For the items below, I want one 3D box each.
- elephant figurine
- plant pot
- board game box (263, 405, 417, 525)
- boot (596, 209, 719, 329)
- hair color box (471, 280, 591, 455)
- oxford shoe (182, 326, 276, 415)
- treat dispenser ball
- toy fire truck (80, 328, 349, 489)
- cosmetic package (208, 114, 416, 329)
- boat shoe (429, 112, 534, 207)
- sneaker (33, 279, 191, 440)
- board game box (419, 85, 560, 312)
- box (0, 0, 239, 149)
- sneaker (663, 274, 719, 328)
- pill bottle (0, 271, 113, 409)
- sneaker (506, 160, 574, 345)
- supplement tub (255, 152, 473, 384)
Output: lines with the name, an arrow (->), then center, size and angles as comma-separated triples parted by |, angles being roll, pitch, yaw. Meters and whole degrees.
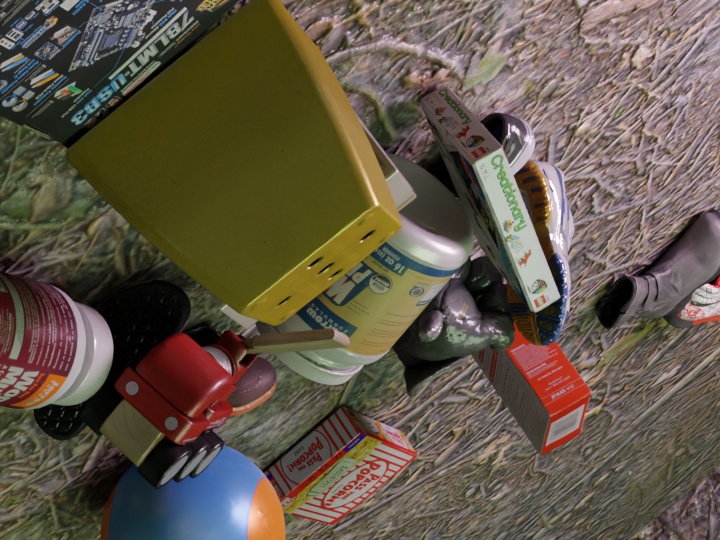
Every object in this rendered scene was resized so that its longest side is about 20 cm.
elephant figurine -> 0.078, 0.073, 1.915 | 0.155, 0.142, 0.200 | 19, 143, -27
plant pot -> -0.077, -0.069, 1.343 | 0.200, 0.177, 0.200 | -39, 169, 4
board game box -> -0.029, 0.251, 2.161 | 0.151, 0.046, 0.200 | -41, 155, 9
boot -> 0.406, 0.007, 2.278 | 0.131, 0.070, 0.200 | -10, 141, -34
hair color box -> 0.187, 0.104, 2.000 | 0.064, 0.200, 0.111 | -27, 154, -16
oxford shoe -> -0.145, 0.098, 1.725 | 0.200, 0.071, 0.073 | 3, 130, -53
treat dispenser ball -> -0.182, 0.285, 1.845 | 0.200, 0.201, 0.201 | -29, 154, -15
toy fire truck -> -0.126, 0.098, 1.538 | 0.200, 0.129, 0.176 | -50, 170, 5
cosmetic package -> -0.062, -0.052, 1.530 | 0.200, 0.104, 0.073 | -37, 156, 4
boat shoe -> 0.093, -0.081, 1.722 | 0.200, 0.070, 0.066 | -44, 146, 15
sneaker -> -0.234, 0.078, 1.605 | 0.200, 0.072, 0.083 | -42, 178, 15
board game box -> 0.124, -0.067, 1.627 | 0.035, 0.126, 0.200 | -29, 130, -4
box -> -0.193, -0.186, 1.191 | 0.200, 0.050, 0.198 | -40, 157, 12
sneaker -> 0.530, 0.019, 2.452 | 0.201, 0.067, 0.108 | -13, 149, -36
pill bottle -> -0.297, 0.057, 1.409 | 0.110, 0.110, 0.200 | -43, 154, 14
sneaker -> 0.207, -0.021, 1.852 | 0.075, 0.201, 0.088 | 1, -173, 33
supplement tub -> 0.000, 0.000, 1.649 | 0.144, 0.145, 0.200 | -1, 137, -51
